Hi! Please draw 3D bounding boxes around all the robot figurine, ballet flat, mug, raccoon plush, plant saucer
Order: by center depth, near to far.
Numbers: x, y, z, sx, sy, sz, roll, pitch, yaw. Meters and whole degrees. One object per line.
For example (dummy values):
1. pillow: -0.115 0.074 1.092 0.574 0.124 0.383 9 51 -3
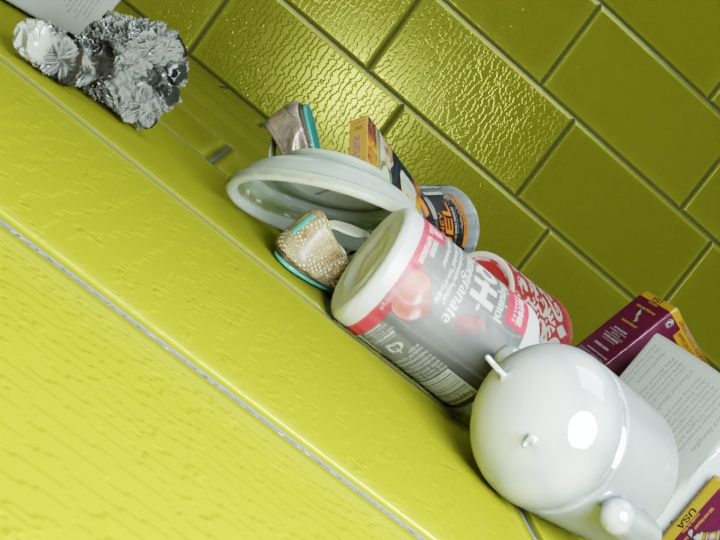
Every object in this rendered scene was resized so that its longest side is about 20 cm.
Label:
1. robot figurine: 0.152 0.123 0.648 0.199 0.113 0.170 34 15 -43
2. raccoon plush: -0.248 -0.215 0.835 0.133 0.098 0.199 33 2 34
3. plant saucer: -0.027 -0.071 0.855 0.195 0.051 0.200 14 -13 3
4. ballet flat: 0.000 0.000 0.860 0.071 0.066 0.199 46 8 37
5. ballet flat: -0.062 -0.080 0.992 0.068 0.066 0.204 32 42 -78
6. mug: 0.170 0.070 1.203 0.199 0.175 0.136 35 38 -54

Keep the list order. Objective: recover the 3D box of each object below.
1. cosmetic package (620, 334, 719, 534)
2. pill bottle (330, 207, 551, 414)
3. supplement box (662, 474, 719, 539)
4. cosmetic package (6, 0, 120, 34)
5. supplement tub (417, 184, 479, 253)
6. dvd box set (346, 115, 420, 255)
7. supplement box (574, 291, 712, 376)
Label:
1. cosmetic package: 0.353 0.206 0.947 0.166 0.168 0.200 39 6 -16
2. pill bottle: 0.081 0.050 0.767 0.199 0.111 0.111 38 6 -14
3. supplement box: 0.351 0.283 0.749 0.130 0.104 0.200 38 6 -18
4. cosmetic package: -0.365 -0.392 1.018 0.166 0.168 0.200 39 5 15
5. supplement tub: 0.070 -0.055 1.255 0.122 0.124 0.198 41 28 26
6. dvd box set: 0.031 -0.061 1.060 0.147 0.029 0.203 49 31 -42
7. supplement box: 0.340 0.138 1.185 0.111 0.199 0.086 52 -1 -18
